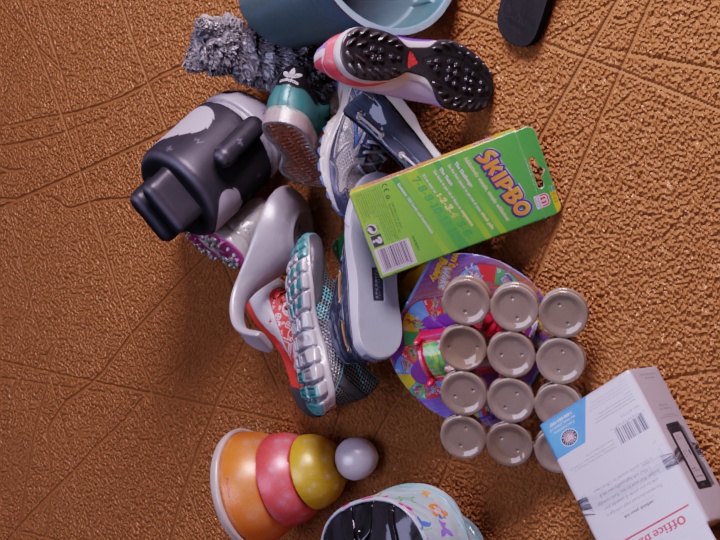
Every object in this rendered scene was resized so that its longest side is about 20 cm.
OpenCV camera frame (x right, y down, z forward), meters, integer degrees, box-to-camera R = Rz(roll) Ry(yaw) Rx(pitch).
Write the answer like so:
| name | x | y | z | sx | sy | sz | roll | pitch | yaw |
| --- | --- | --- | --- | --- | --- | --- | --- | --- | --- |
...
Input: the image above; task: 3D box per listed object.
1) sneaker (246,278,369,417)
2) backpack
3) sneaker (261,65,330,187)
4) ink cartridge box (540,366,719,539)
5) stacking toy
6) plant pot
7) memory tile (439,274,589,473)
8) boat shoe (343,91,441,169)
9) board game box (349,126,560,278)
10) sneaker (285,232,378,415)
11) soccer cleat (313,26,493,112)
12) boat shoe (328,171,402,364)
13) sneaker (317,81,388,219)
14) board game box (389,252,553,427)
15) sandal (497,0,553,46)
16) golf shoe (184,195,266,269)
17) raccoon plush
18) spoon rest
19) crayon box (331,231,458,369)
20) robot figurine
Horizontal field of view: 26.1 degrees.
| name | x | y | z | sx | sy | sz | roll | pitch | yaw |
| --- | --- | --- | --- | --- | --- | --- | --- | --- | --- |
| sneaker | -0.061 | 0.061 | 1.817 | 0.108 | 0.067 | 0.203 | -39 | 72 | 40 |
| backpack | 0.053 | 0.332 | 1.676 | 0.177 | 0.150 | 0.202 | -26 | 84 | 41 |
| sneaker | -0.058 | -0.157 | 1.732 | 0.070 | 0.200 | 0.081 | 10 | 72 | 12 |
| ink cartridge box | 0.272 | 0.208 | 1.482 | 0.116 | 0.067 | 0.202 | -36 | 69 | 30 |
| stacking toy | -0.064 | 0.242 | 1.825 | 0.198 | 0.146 | 0.148 | -16 | 84 | 28 |
| plant pot | -0.029 | -0.330 | 1.653 | 0.195 | 0.198 | 0.203 | -8 | 90 | 54 |
| memory tile | 0.153 | 0.106 | 1.573 | 0.151 | 0.017 | 0.203 | 5 | 112 | 14 |
| boat shoe | 0.059 | -0.107 | 1.627 | 0.062 | 0.075 | 0.201 | -38 | 94 | 0 |
| board game box | 0.097 | -0.071 | 1.580 | 0.198 | 0.030 | 0.097 | -19 | 103 | 10 |
| sneaker | -0.030 | 0.057 | 1.731 | 0.077 | 0.090 | 0.203 | 155 | 108 | -69 |
| soccer cleat | 0.047 | -0.204 | 1.584 | 0.073 | 0.198 | 0.069 | 1 | 84 | 57 |
| boat shoe | 0.000 | 0.000 | 1.667 | 0.091 | 0.070 | 0.203 | 159 | 115 | -64 |
| sneaker | 0.011 | -0.154 | 1.689 | 0.084 | 0.077 | 0.203 | 3 | 82 | 32 |
| board game box | 0.109 | 0.081 | 1.613 | 0.157 | 0.039 | 0.201 | 32 | 121 | 7 |
| sandal | 0.174 | -0.318 | 1.536 | 0.075 | 0.045 | 0.202 | 33 | 118 | 38 |
| golf shoe | -0.167 | -0.061 | 1.916 | 0.092 | 0.075 | 0.199 | -48 | 31 | -11 |
| raccoon plush | -0.108 | -0.239 | 1.765 | 0.199 | 0.133 | 0.098 | 26 | 111 | 45 |
| spoon rest | -0.104 | -0.005 | 1.784 | 0.060 | 0.100 | 0.202 | 3 | 59 | 26 |
| crayon box | 0.059 | 0.018 | 1.699 | 0.127 | 0.050 | 0.201 | -46 | 64 | 39 |
| robot figurine | -0.177 | -0.125 | 1.816 | 0.149 | 0.200 | 0.126 | 22 | 144 | 34 |
